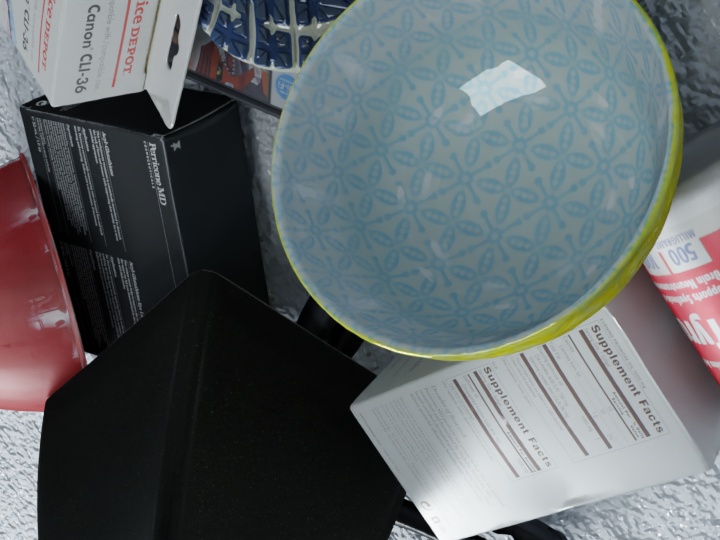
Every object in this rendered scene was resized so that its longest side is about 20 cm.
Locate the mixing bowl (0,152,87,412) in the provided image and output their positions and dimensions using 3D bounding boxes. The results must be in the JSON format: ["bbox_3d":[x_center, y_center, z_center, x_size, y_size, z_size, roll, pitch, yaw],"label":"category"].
[{"bbox_3d":[-0.274,0.023,0.956,0.200,0.108,0.200,165,90,-75],"label":"mixing bowl"}]

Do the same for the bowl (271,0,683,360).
[{"bbox_3d":[0.068,-0.046,0.639,0.200,0.108,0.200,-7,73,25],"label":"bowl"}]

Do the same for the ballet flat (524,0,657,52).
[{"bbox_3d":[0.100,-0.153,0.677,0.072,0.072,0.200,-14,109,40],"label":"ballet flat"}]

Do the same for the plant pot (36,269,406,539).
[{"bbox_3d":[-0.096,0.157,0.844,0.199,0.177,0.200,35,129,-24],"label":"plant pot"}]

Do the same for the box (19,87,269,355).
[{"bbox_3d":[-0.146,-0.027,0.916,0.141,0.079,0.200,17,126,36],"label":"box"}]

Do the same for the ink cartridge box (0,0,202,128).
[{"bbox_3d":[-0.173,-0.183,0.779,0.200,0.067,0.117,53,143,29],"label":"ink cartridge box"}]

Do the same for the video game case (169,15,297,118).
[{"bbox_3d":[-0.101,-0.204,0.815,0.200,0.026,0.181,25,129,20],"label":"video game case"}]

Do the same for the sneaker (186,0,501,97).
[{"bbox_3d":[-0.005,-0.131,0.745,0.200,0.085,0.077,20,85,12],"label":"sneaker"}]

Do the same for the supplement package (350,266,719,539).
[{"bbox_3d":[0.115,0.069,0.774,0.200,0.114,0.110,-27,101,41],"label":"supplement package"}]

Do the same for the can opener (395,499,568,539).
[{"bbox_3d":[0.059,0.170,0.914,0.200,0.079,0.063,27,89,35],"label":"can opener"}]

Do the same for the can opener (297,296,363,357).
[{"bbox_3d":[0.000,0.000,0.850,0.063,0.079,0.200,4,133,-16],"label":"can opener"}]

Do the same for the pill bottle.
[{"bbox_3d":[0.226,0.021,0.666,0.112,0.112,0.200,-27,99,42],"label":"pill bottle"}]
